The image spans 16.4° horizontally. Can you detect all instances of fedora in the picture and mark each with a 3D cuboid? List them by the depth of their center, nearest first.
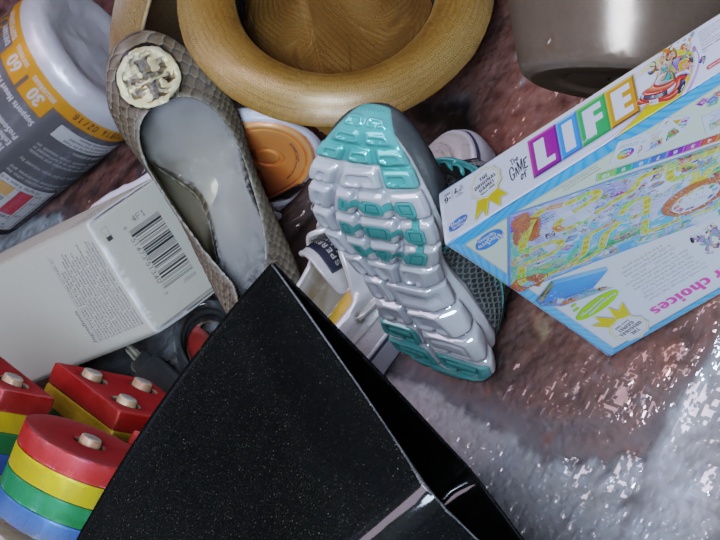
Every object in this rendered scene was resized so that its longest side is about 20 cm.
[{"bbox_3d":[-0.013,-0.145,1.475,0.200,0.082,0.201,-2,52,3],"label":"fedora"}]

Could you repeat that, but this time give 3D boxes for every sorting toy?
[{"bbox_3d":[-0.137,0.107,1.318,0.199,0.200,0.070,31,102,46],"label":"sorting toy"}]

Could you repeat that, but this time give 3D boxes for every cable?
[{"bbox_3d":[-0.078,0.090,1.457,0.097,0.050,0.200,-42,50,-5],"label":"cable"}]

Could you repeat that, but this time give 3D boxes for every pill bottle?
[{"bbox_3d":[-0.245,-0.093,1.688,0.200,0.116,0.117,-37,42,23],"label":"pill bottle"}]

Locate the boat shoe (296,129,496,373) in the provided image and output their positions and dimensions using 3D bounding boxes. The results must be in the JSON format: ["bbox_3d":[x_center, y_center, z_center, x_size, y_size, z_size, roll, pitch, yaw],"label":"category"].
[{"bbox_3d":[0.000,0.000,1.393,0.200,0.070,0.071,-55,37,3],"label":"boat shoe"}]

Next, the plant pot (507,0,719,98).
[{"bbox_3d":[0.148,-0.181,1.293,0.200,0.200,0.175,-1,82,47],"label":"plant pot"}]

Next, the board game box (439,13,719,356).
[{"bbox_3d":[0.157,-0.043,1.202,0.200,0.134,0.034,-32,44,28],"label":"board game box"}]

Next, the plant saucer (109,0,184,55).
[{"bbox_3d":[-0.108,-0.176,1.547,0.035,0.200,0.200,21,78,13],"label":"plant saucer"}]

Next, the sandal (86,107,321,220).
[{"bbox_3d":[-0.099,-0.031,1.526,0.207,0.079,0.059,-30,45,42],"label":"sandal"}]

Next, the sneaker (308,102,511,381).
[{"bbox_3d":[0.036,-0.031,1.289,0.077,0.200,0.091,16,61,28],"label":"sneaker"}]

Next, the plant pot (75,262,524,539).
[{"bbox_3d":[-0.021,0.155,1.173,0.177,0.200,0.200,-40,39,2],"label":"plant pot"}]

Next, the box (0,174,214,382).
[{"bbox_3d":[-0.175,0.012,1.525,0.068,0.082,0.200,-38,12,-38],"label":"box"}]

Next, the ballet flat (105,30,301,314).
[{"bbox_3d":[-0.088,-0.047,1.438,0.067,0.200,0.046,-25,6,2],"label":"ballet flat"}]
